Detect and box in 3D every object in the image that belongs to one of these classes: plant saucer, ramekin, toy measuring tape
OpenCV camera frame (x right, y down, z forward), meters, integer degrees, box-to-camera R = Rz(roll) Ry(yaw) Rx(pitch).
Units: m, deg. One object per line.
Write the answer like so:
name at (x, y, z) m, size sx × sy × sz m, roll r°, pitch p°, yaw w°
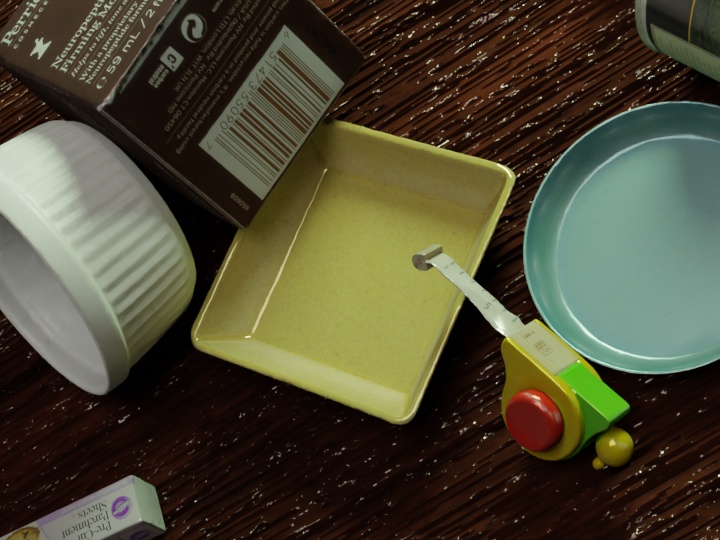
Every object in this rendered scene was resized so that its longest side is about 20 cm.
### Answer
plant saucer at (0.000, 0.000, 1.236) m, size 0.199 × 0.048 × 0.201 m, roll 18°, pitch 77°, yaw 31°
plant saucer at (0.210, -0.021, 1.159) m, size 0.199 × 0.027 × 0.201 m, roll -9°, pitch 66°, yaw 21°
ramekin at (-0.212, -0.016, 1.258) m, size 0.105 × 0.201 × 0.200 m, roll -39°, pitch 55°, yaw -23°
toy measuring tape at (0.103, 0.067, 1.138) m, size 0.200 × 0.074 × 0.074 m, roll 42°, pitch 89°, yaw 21°

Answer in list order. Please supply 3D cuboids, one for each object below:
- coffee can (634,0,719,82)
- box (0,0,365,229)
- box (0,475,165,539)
coffee can at (0.303, -0.171, 1.110) m, size 0.200 × 0.146 × 0.147 m, roll 33°, pitch 85°, yaw 32°
box at (-0.140, -0.162, 1.270) m, size 0.200 × 0.164 × 0.166 m, roll 27°, pitch 80°, yaw 50°
box at (-0.242, 0.214, 1.262) m, size 0.199 × 0.039 × 0.042 m, roll -25°, pitch 61°, yaw 13°
